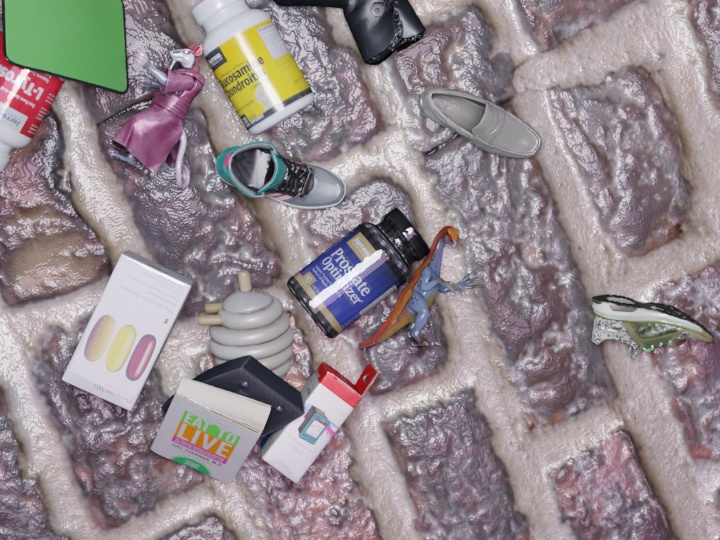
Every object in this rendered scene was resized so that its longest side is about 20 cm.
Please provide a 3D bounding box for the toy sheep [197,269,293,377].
[{"bbox_3d":[-0.164,0.096,1.712,0.138,0.138,0.200,-9,113,-6],"label":"toy sheep"}]

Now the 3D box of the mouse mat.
[{"bbox_3d":[-0.411,-0.339,1.634,0.200,0.008,0.161,10,68,-44],"label":"mouse mat"}]

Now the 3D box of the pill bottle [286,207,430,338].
[{"bbox_3d":[0.000,0.000,1.732,0.200,0.112,0.112,-38,97,-2],"label":"pill bottle"}]

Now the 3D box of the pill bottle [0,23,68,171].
[{"bbox_3d":[-0.499,-0.248,1.660,0.112,0.112,0.200,29,90,-7],"label":"pill bottle"}]

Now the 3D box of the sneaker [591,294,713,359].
[{"bbox_3d":[0.446,0.097,1.817,0.200,0.077,0.089,13,105,-2],"label":"sneaker"}]

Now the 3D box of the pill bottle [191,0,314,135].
[{"bbox_3d":[-0.160,-0.306,1.693,0.112,0.112,0.200,-31,96,-4],"label":"pill bottle"}]

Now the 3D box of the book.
[{"bbox_3d":[-0.221,0.233,1.690,0.134,0.200,0.048,23,53,-5],"label":"book"}]

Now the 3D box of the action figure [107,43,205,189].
[{"bbox_3d":[-0.271,-0.233,1.672,0.149,0.134,0.200,33,96,-4],"label":"action figure"}]

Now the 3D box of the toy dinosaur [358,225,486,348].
[{"bbox_3d":[0.095,0.024,1.753,0.200,0.105,0.182,-1,85,-1],"label":"toy dinosaur"}]

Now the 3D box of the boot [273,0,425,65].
[{"bbox_3d":[-0.018,-0.380,1.721,0.200,0.076,0.168,-23,92,-10],"label":"boot"}]

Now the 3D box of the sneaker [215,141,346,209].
[{"bbox_3d":[-0.113,-0.138,1.705,0.200,0.121,0.084,12,92,-7],"label":"sneaker"}]

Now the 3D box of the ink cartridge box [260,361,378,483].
[{"bbox_3d":[-0.063,0.208,1.736,0.067,0.116,0.200,37,88,-7],"label":"ink cartridge box"}]

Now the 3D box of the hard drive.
[{"bbox_3d":[-0.183,0.190,1.691,0.135,0.200,0.042,39,46,-24],"label":"hard drive"}]

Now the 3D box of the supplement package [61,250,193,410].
[{"bbox_3d":[-0.336,0.085,1.700,0.114,0.110,0.200,25,91,-7],"label":"supplement package"}]

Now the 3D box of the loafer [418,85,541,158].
[{"bbox_3d":[0.182,-0.222,1.758,0.200,0.070,0.070,20,91,-7],"label":"loafer"}]
